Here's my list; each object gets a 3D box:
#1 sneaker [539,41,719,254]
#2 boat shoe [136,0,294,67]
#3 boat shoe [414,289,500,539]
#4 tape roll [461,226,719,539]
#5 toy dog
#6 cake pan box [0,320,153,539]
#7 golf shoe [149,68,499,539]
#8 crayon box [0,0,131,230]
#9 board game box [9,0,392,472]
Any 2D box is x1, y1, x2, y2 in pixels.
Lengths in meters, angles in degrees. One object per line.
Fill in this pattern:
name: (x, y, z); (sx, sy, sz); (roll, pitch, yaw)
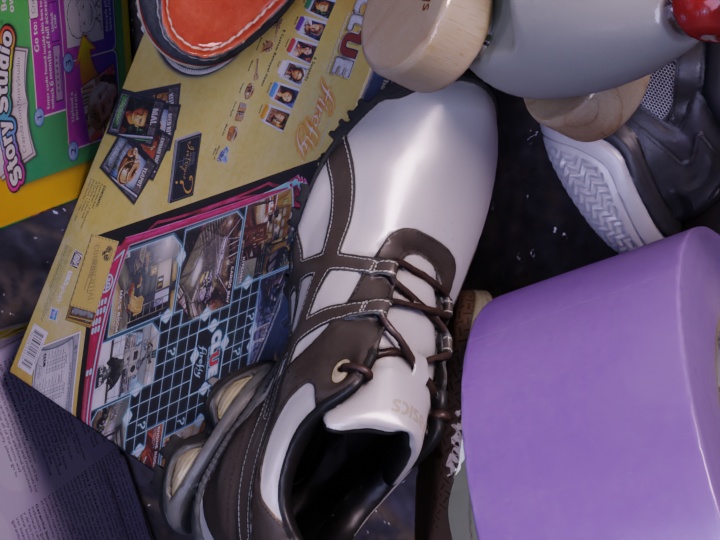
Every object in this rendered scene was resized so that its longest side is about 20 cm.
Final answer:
sneaker: (0.101, -0.113, 0.750); (0.113, 0.075, 0.201); (-27, 96, 19)
boat shoe: (-0.016, -0.158, 0.709); (0.071, 0.063, 0.201); (30, 99, -24)
boat shoe: (0.061, 0.108, 0.829); (0.074, 0.075, 0.204); (3, 105, -6)
tape roll: (0.117, 0.092, 0.725); (0.084, 0.200, 0.202); (-19, 97, 23)
toy dog: (0.093, -0.109, 0.642); (0.198, 0.132, 0.097); (-4, 73, 33)
cake pan box: (-0.150, 0.136, 0.839); (0.052, 0.184, 0.202); (-14, 100, 26)
golf shoe: (0.009, 0.024, 0.699); (0.094, 0.077, 0.201); (25, 89, 55)
crayon box: (-0.148, -0.124, 0.803); (0.058, 0.119, 0.202); (4, 105, 24)
board game box: (-0.054, -0.024, 0.783); (0.135, 0.034, 0.202); (27, 96, 43)
